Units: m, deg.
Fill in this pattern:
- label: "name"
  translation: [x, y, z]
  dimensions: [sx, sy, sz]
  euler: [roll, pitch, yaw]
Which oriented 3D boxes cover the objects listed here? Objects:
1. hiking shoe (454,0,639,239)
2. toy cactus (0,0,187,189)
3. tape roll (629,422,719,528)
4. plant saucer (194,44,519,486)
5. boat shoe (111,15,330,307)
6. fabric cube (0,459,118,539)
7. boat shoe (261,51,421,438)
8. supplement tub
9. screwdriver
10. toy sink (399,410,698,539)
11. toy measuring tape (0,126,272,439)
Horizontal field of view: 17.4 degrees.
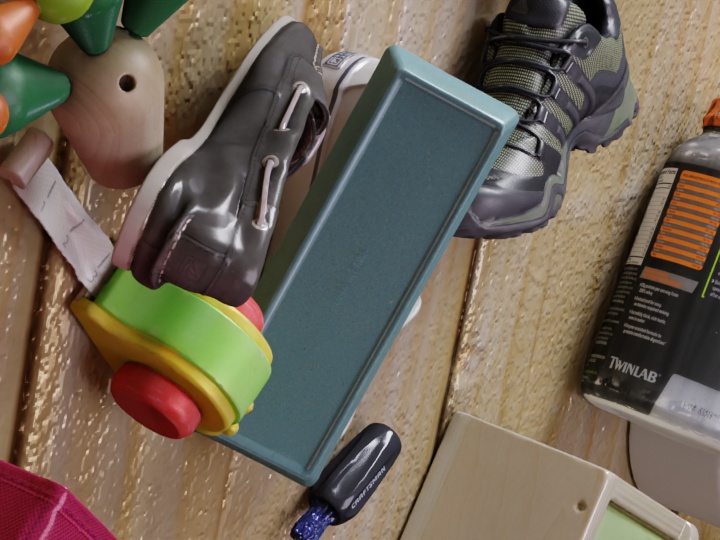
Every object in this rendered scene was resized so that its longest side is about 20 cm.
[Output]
- label: "hiking shoe"
  translation: [0.078, -0.089, 1.190]
  dimensions: [0.200, 0.075, 0.101]
  euler: [-46, 134, -50]
- label: "toy cactus"
  translation: [-0.109, -0.094, 0.860]
  dimensions: [0.200, 0.102, 0.165]
  euler: [-51, 154, -27]
- label: "tape roll"
  translation: [0.257, 0.071, 1.562]
  dimensions: [0.202, 0.071, 0.203]
  euler: [-35, 135, -44]
- label: "plant saucer"
  translation: [-0.004, 0.002, 1.062]
  dimensions: [0.201, 0.070, 0.019]
  euler: [-61, -168, 8]
- label: "boat shoe"
  translation: [-0.043, -0.042, 0.965]
  dimensions: [0.067, 0.057, 0.200]
  euler: [-63, 178, 32]
- label: "fabric cube"
  translation: [-0.177, 0.165, 0.780]
  dimensions: [0.200, 0.199, 0.196]
  euler: [-60, 147, -19]
- label: "boat shoe"
  translation: [0.000, 0.000, 1.105]
  dimensions: [0.072, 0.066, 0.201]
  euler: [-10, 115, -56]
- label: "supplement tub"
  translation: [0.221, 0.005, 1.414]
  dimensions: [0.122, 0.122, 0.201]
  euler: [29, 83, -60]
- label: "screwdriver"
  translation: [-0.039, 0.144, 1.159]
  dimensions: [0.200, 0.028, 0.029]
  euler: [-48, 172, -39]
- label: "toy sink"
  translation: [0.113, 0.180, 1.346]
  dimensions: [0.200, 0.112, 0.131]
  euler: [36, 76, -59]
- label: "toy measuring tape"
  translation: [-0.083, 0.015, 0.975]
  dimensions: [0.074, 0.073, 0.200]
  euler: [-57, 148, -22]
